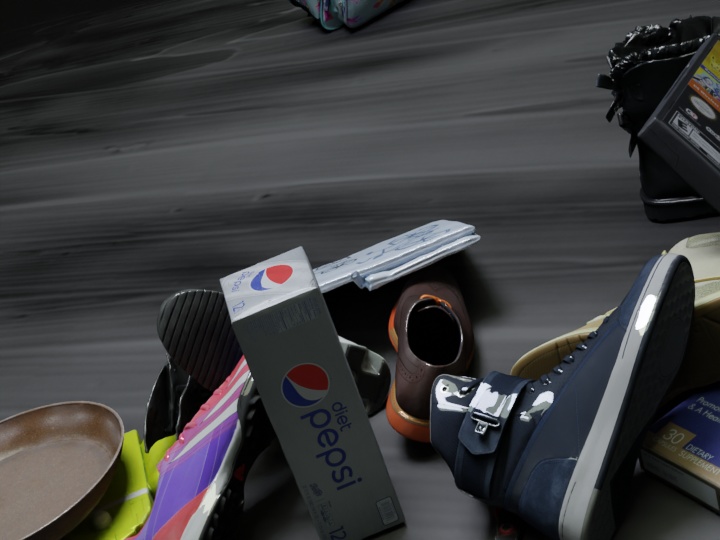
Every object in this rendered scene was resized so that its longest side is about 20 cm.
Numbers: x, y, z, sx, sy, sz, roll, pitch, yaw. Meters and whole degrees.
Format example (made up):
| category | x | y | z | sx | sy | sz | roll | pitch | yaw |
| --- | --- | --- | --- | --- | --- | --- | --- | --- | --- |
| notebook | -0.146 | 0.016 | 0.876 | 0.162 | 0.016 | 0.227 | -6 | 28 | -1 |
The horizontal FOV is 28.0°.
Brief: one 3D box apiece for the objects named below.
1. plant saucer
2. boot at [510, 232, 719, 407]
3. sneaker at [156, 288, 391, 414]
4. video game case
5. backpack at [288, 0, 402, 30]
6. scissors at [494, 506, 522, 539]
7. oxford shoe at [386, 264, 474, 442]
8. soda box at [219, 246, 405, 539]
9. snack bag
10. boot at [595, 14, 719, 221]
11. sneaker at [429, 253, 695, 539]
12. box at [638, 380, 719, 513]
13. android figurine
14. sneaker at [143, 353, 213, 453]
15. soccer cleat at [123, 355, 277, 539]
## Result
| category | x | y | z | sx | sy | sz | roll | pitch | yaw |
| --- | --- | --- | --- | --- | --- | --- | --- | --- | --- |
| plant saucer | -0.267 | 0.170 | 1.098 | 0.198 | 0.032 | 0.201 | -17 | 26 | 8 |
| boot | 0.213 | 0.038 | 1.051 | 0.198 | 0.073 | 0.155 | -22 | 14 | 24 |
| sneaker | -0.079 | 0.062 | 1.125 | 0.088 | 0.199 | 0.075 | 27 | 93 | 60 |
| video game case | 0.308 | -0.073 | 1.070 | 0.026 | 0.200 | 0.181 | -49 | -1 | 39 |
| backpack | -0.009 | -0.429 | 1.869 | 0.175 | 0.201 | 0.153 | -32 | 47 | -24 |
| scissors | 0.096 | 0.169 | 0.975 | 0.072 | 0.014 | 0.200 | 1 | 36 | 29 |
| oxford shoe | 0.060 | 0.045 | 1.124 | 0.070 | 0.073 | 0.201 | 9 | 33 | -3 |
| soda box | -0.032 | 0.090 | 0.990 | 0.063 | 0.202 | 0.068 | -21 | 27 | -3 |
| snack bag | 0.000 | 0.000 | 1.248 | 0.198 | 0.022 | 0.189 | -21 | 5 | -3 |
| boot | 0.304 | -0.133 | 1.201 | 0.196 | 0.164 | 0.074 | -10 | 30 | 17 |
| sneaker | 0.128 | 0.067 | 0.958 | 0.145 | 0.077 | 0.204 | 20 | 81 | 35 |
| box | 0.295 | 0.090 | 0.962 | 0.199 | 0.033 | 0.121 | -31 | 30 | -22 |
| android figurine | -0.219 | 0.187 | 1.114 | 0.180 | 0.041 | 0.200 | -21 | 27 | -2 |
| sneaker | -0.116 | 0.091 | 1.176 | 0.059 | 0.106 | 0.200 | -5 | -6 | 20 |
| soccer cleat | -0.106 | 0.125 | 1.042 | 0.072 | 0.068 | 0.202 | 14 | 72 | 24 |
